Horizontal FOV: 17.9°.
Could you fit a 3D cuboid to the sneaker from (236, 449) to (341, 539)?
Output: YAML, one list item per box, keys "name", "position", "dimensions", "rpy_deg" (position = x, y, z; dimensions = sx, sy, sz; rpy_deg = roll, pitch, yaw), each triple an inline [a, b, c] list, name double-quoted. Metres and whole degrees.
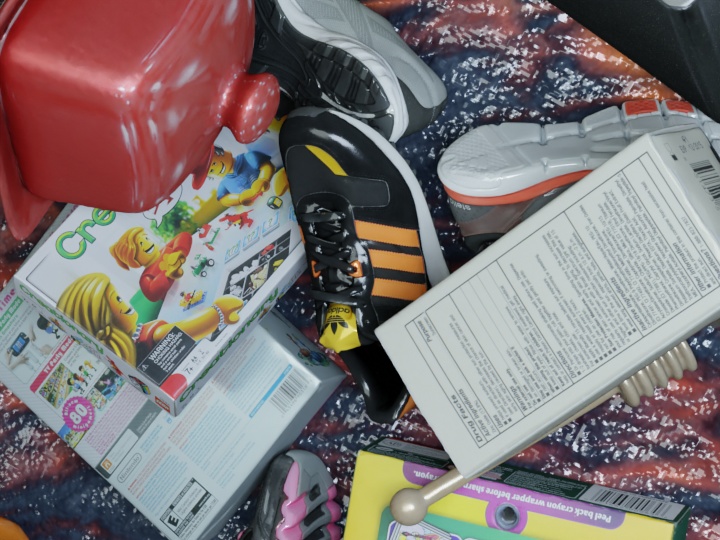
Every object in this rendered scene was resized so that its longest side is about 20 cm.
- name: "sneaker"
  position: [-0.074, 0.204, 1.436]
  dimensions: [0.095, 0.079, 0.201]
  rpy_deg: [16, 98, 28]

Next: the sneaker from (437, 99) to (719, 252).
- name: "sneaker"
  position: [0.148, -0.046, 1.348]
  dimensions: [0.199, 0.077, 0.082]
  rpy_deg: [-1, 127, 11]

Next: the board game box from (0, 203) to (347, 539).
- name: "board game box"
  position: [-0.131, 0.055, 1.442]
  dimensions: [0.200, 0.064, 0.148]
  rpy_deg: [42, 105, 9]

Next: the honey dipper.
- name: "honey dipper"
  position: [0.105, 0.095, 1.344]
  dimensions: [0.200, 0.038, 0.038]
  rpy_deg: [-32, 84, -2]

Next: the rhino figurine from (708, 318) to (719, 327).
- name: "rhino figurine"
  position: [0.207, 0.000, 1.306]
  dimensions: [0.199, 0.060, 0.088]
  rpy_deg: [3, 140, 9]

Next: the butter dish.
- name: "butter dish"
  position: [-0.116, -0.117, 1.309]
  dimensions: [0.147, 0.200, 0.200]
  rpy_deg: [22, 62, 13]

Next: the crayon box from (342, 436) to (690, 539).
- name: "crayon box"
  position: [0.085, 0.209, 1.385]
  dimensions: [0.199, 0.058, 0.173]
  rpy_deg: [12, 99, 17]

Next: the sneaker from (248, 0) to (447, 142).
- name: "sneaker"
  position: [-0.028, -0.143, 1.393]
  dimensions: [0.200, 0.079, 0.074]
  rpy_deg: [45, 129, 26]

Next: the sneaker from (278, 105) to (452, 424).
- name: "sneaker"
  position: [0.000, 0.000, 1.334]
  dimensions: [0.070, 0.090, 0.200]
  rpy_deg: [-2, 129, 35]

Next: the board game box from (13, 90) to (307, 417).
- name: "board game box"
  position: [-0.097, -0.025, 1.384]
  dimensions: [0.126, 0.035, 0.200]
  rpy_deg: [36, 70, 12]

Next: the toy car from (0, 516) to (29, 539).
- name: "toy car"
  position: [-0.285, 0.238, 1.462]
  dimensions: [0.200, 0.150, 0.175]
  rpy_deg: [-42, 119, 2]

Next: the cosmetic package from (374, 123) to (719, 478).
- name: "cosmetic package"
  position: [0.121, 0.016, 1.254]
  dimensions: [0.200, 0.087, 0.104]
  rpy_deg: [-35, 81, 26]

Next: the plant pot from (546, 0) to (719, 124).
- name: "plant pot"
  position: [0.174, -0.221, 1.246]
  dimensions: [0.199, 0.177, 0.200]
  rpy_deg: [37, 97, 12]
